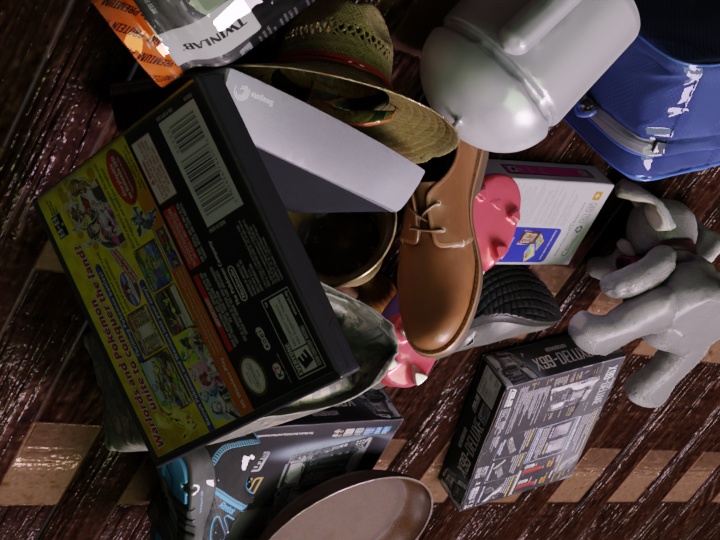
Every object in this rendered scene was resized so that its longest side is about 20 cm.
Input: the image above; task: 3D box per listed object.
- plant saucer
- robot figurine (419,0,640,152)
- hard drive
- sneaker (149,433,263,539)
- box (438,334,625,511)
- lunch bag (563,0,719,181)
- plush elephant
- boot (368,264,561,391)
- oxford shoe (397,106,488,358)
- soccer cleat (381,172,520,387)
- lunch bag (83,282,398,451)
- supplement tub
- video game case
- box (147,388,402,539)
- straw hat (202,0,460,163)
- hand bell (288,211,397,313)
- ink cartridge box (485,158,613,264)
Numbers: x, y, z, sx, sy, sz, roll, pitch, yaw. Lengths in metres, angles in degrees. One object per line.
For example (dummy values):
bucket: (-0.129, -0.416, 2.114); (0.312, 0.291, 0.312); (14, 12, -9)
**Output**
plant saucer: (-0.024, 0.255, 1.243); (0.199, 0.032, 0.201); (-21, 141, -18)
robot figurine: (0.122, -0.167, 0.941); (0.200, 0.113, 0.170); (-47, 173, -4)
hard drive: (-0.063, -0.083, 0.894); (0.200, 0.134, 0.043); (22, 74, -47)
sneaker: (-0.126, 0.209, 1.086); (0.082, 0.073, 0.200); (-19, 146, -30)
box: (0.183, 0.160, 1.388); (0.157, 0.050, 0.201); (-12, 136, -28)
lunch bag: (0.255, -0.153, 1.049); (0.199, 0.136, 0.133); (-13, 136, -26)
plush elephant: (0.281, 0.000, 1.230); (0.200, 0.155, 0.164); (-41, 133, 19)
boot: (0.087, 0.057, 1.214); (0.199, 0.068, 0.131); (-2, 146, -44)
oxford shoe: (0.054, -0.034, 1.000); (0.071, 0.201, 0.071); (-2, 164, 24)
soccer cleat: (0.064, 0.005, 1.077); (0.067, 0.076, 0.201); (29, 88, -21)
lunch bag: (-0.089, 0.066, 0.989); (0.199, 0.118, 0.164); (-10, 177, -27)
supplement tub: (-0.067, -0.206, 0.766); (0.200, 0.123, 0.123); (-37, 142, 1)
video game case: (-0.110, 0.005, 0.817); (0.180, 0.201, 0.025); (-29, 175, 37)
box: (-0.080, 0.180, 1.199); (0.199, 0.050, 0.158); (2, 129, -38)
straw hat: (-0.018, -0.142, 0.888); (0.201, 0.200, 0.085); (23, 75, -47)
hand bell: (0.000, 0.000, 1.079); (0.104, 0.104, 0.200); (-35, 155, -1)
ink cartridge box: (0.128, -0.050, 1.143); (0.199, 0.037, 0.095); (-2, 130, -38)
